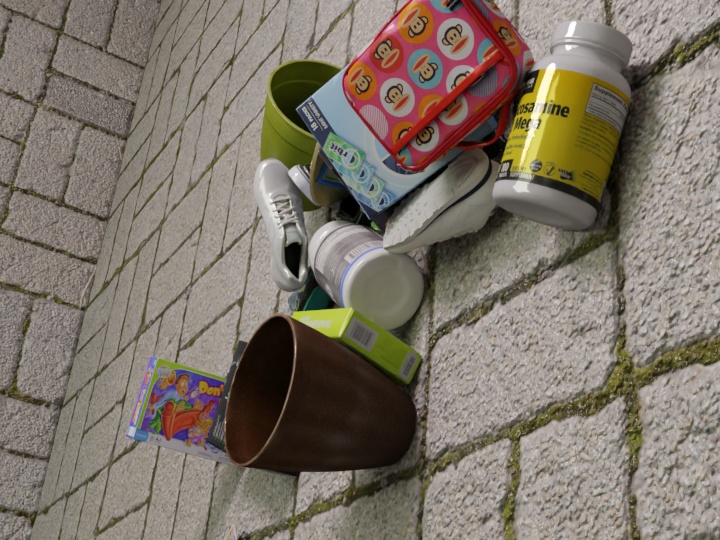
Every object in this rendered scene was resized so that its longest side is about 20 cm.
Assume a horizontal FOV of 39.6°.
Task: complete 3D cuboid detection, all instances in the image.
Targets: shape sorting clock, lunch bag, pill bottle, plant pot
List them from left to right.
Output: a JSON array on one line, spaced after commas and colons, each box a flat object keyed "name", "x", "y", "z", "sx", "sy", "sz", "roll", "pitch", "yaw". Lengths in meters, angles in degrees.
[{"name": "plant pot", "x": -0.082, "y": -0.206, "z": 1.645, "sx": 0.193, "sy": 0.199, "sz": 0.201, "roll": 117, "pitch": 157, "yaw": -44}, {"name": "plant pot", "x": -0.038, "y": 0.171, "z": 1.230, "sx": 0.187, "sy": 0.199, "sz": 0.188, "roll": -45, "pitch": 35, "yaw": 43}, {"name": "shape sorting clock", "x": -0.020, "y": -0.185, "z": 1.426, "sx": 0.200, "sy": 0.039, "sz": 0.200, "roll": -52, "pitch": -19, "yaw": -26}, {"name": "pill bottle", "x": 0.000, "y": 0.000, "z": 1.384, "sx": 0.114, "sy": 0.113, "sz": 0.200, "roll": -66, "pitch": 25, "yaw": 8}, {"name": "lunch bag", "x": 0.092, "y": -0.210, "z": 1.122, "sx": 0.200, "sy": 0.176, "sz": 0.082, "roll": -40, "pitch": -4, "yaw": 38}, {"name": "pill bottle", "x": 0.219, "y": -0.153, "z": 1.056, "sx": 0.112, "sy": 0.112, "sz": 0.201, "roll": 5, "pitch": 76, "yaw": 64}]

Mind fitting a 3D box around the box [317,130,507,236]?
[{"name": "box", "x": 0.066, "y": -0.157, "z": 1.281, "sx": 0.200, "sy": 0.162, "sz": 0.049, "roll": -40, "pitch": -3, "yaw": 28}]

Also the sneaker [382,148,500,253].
[{"name": "sneaker", "x": 0.107, "y": -0.067, "z": 1.227, "sx": 0.200, "sy": 0.080, "sz": 0.077, "roll": -32, "pitch": 41, "yaw": 41}]

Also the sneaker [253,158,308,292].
[{"name": "sneaker", "x": -0.107, "y": -0.069, "z": 1.475, "sx": 0.080, "sy": 0.070, "sz": 0.202, "roll": 173, "pitch": 84, "yaw": -75}]

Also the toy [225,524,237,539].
[{"name": "toy", "x": -0.239, "y": 0.505, "z": 1.550, "sx": 0.201, "sy": 0.047, "sz": 0.115, "roll": -63, "pitch": 24, "yaw": 14}]

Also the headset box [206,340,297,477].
[{"name": "headset box", "x": -0.150, "y": 0.209, "z": 1.553, "sx": 0.200, "sy": 0.092, "sz": 0.175, "roll": 1, "pitch": 73, "yaw": 64}]

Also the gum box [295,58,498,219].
[{"name": "gum box", "x": 0.043, "y": -0.189, "z": 1.228, "sx": 0.200, "sy": 0.170, "sz": 0.045, "roll": -34, "pitch": -1, "yaw": 29}]

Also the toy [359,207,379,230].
[{"name": "toy", "x": 0.032, "y": -0.142, "z": 1.362, "sx": 0.115, "sy": 0.047, "sz": 0.201, "roll": 32, "pitch": 134, "yaw": 37}]

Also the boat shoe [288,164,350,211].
[{"name": "boat shoe", "x": -0.049, "y": -0.136, "z": 1.527, "sx": 0.057, "sy": 0.200, "sz": 0.069, "roll": -42, "pitch": 74, "yaw": 12}]

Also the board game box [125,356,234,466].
[{"name": "board game box", "x": -0.269, "y": 0.235, "z": 1.649, "sx": 0.045, "sy": 0.199, "sz": 0.135, "roll": -6, "pitch": 66, "yaw": 62}]

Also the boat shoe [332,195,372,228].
[{"name": "boat shoe", "x": -0.007, "y": -0.090, "z": 1.524, "sx": 0.200, "sy": 0.067, "sz": 0.072, "roll": -35, "pitch": 43, "yaw": 53}]

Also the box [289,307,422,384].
[{"name": "box", "x": -0.020, "y": 0.100, "z": 1.334, "sx": 0.200, "sy": 0.122, "sz": 0.048, "roll": -7, "pitch": 52, "yaw": 62}]

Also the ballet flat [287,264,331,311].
[{"name": "ballet flat", "x": -0.059, "y": -0.001, "z": 1.542, "sx": 0.201, "sy": 0.074, "sz": 0.074, "roll": -57, "pitch": 28, "yaw": 26}]
